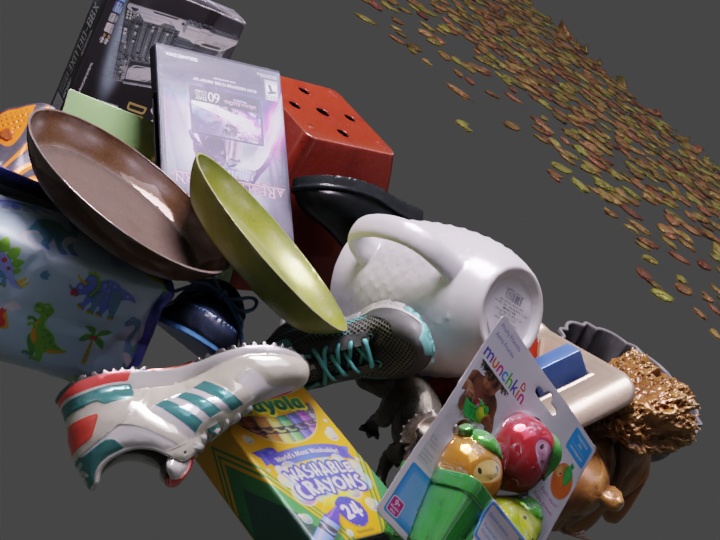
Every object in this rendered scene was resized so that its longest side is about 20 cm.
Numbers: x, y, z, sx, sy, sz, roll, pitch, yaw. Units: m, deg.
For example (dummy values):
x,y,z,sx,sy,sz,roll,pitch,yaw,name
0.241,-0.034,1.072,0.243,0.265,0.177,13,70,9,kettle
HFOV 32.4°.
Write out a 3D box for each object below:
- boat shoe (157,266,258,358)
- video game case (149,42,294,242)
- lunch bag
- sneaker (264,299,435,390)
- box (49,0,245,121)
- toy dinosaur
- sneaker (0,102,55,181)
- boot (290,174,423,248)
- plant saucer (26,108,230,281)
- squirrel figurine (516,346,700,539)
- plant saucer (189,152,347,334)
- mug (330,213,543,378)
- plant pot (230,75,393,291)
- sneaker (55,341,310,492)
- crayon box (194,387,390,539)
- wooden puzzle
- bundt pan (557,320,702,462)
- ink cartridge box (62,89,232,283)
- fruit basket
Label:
x,y,z,sx,sy,sz,roll,pitch,yaw,name
-0.137,0.032,1.064,0.084,0.069,0.200,40,-8,-15,boat shoe
-0.136,-0.118,1.215,0.142,0.019,0.202,8,65,-33,video game case
-0.262,-0.004,1.027,0.169,0.128,0.200,22,11,-26,lunch bag
-0.021,0.080,1.130,0.091,0.199,0.078,-35,110,-43,sneaker
-0.239,-0.217,1.366,0.157,0.201,0.050,16,21,-33,box
0.046,0.141,1.142,0.076,0.103,0.201,23,26,-20,toy dinosaur
-0.275,-0.092,1.149,0.198,0.078,0.113,18,67,-16,sneaker
-0.001,0.000,1.278,0.073,0.164,0.198,-3,-14,39,boot
-0.192,-0.055,1.006,0.200,0.032,0.200,38,13,-10,plant saucer
0.229,0.166,1.198,0.141,0.200,0.186,43,16,13,squirrel figurine
-0.086,-0.016,1.076,0.200,0.031,0.200,50,5,-6,plant saucer
0.066,0.015,1.168,0.175,0.148,0.200,9,-30,48,mug
-0.081,-0.103,1.370,0.199,0.177,0.200,6,34,-45,plant pot
-0.129,0.118,0.953,0.198,0.070,0.094,-8,66,-20,sneaker
-0.062,0.163,1.028,0.125,0.052,0.200,1,38,-50,crayon box
0.138,0.108,1.197,0.184,0.047,0.200,-24,23,-12,wooden puzzle
0.301,0.152,1.471,0.201,0.076,0.202,26,25,-13,bundt pan
-0.207,-0.080,1.216,0.199,0.147,0.048,21,-13,-28,ink cartridge box
0.117,0.172,1.018,0.093,0.200,0.186,11,-35,52,fruit basket
